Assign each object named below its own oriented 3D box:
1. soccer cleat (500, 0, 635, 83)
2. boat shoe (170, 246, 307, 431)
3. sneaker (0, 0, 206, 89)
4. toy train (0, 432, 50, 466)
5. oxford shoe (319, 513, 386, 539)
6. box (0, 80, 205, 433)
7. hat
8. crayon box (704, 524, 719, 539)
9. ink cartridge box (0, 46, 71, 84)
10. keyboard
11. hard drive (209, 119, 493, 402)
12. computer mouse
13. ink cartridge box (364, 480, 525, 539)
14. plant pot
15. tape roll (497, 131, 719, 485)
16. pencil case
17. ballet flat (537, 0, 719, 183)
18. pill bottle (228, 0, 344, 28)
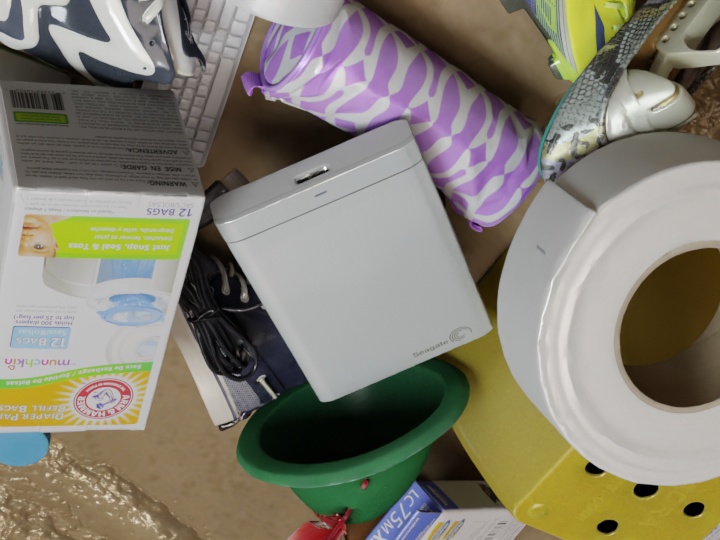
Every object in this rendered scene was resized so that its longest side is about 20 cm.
[{"bbox_3d":[0.146,-0.159,0.980,0.084,0.065,0.200,-34,124,14],"label":"soccer cleat"},{"bbox_3d":[-0.094,0.015,1.105,0.093,0.075,0.200,-24,128,-5],"label":"boat shoe"},{"bbox_3d":[-0.122,-0.177,0.928,0.129,0.080,0.199,36,118,-24],"label":"sneaker"},{"bbox_3d":[-0.304,0.102,1.118,0.199,0.116,0.085,-15,128,7],"label":"toy train"},{"bbox_3d":[0.013,0.203,1.255,0.071,0.071,0.200,-17,127,3],"label":"oxford shoe"},{"bbox_3d":[-0.173,-0.003,0.958,0.112,0.102,0.200,1,132,-22],"label":"box"},{"bbox_3d":[0.009,0.176,1.148,0.200,0.166,0.176,1,119,41],"label":"hat"},{"bbox_3d":[0.346,0.157,1.249,0.119,0.058,0.200,27,122,-24],"label":"crayon box"},{"bbox_3d":[-0.291,-0.055,1.014,0.144,0.084,0.200,20,124,-20],"label":"ink cartridge box"},{"bbox_3d":[-0.100,-0.150,1.002,0.056,0.011,0.200,13,126,-14],"label":"keyboard"},{"bbox_3d":[0.000,0.000,1.023,0.132,0.027,0.200,-23,139,3],"label":"hard drive"},{"bbox_3d":[-0.046,-0.030,1.054,0.200,0.046,0.141,-36,129,-5],"label":"computer mouse"},{"bbox_3d":[0.049,0.213,1.203,0.119,0.042,0.200,-53,154,15],"label":"ink cartridge box"},{"bbox_3d":[0.183,0.090,1.108,0.200,0.177,0.200,25,122,-21],"label":"plant pot"},{"bbox_3d":[0.184,0.022,0.933,0.202,0.071,0.203,-5,110,-14],"label":"tape roll"},{"bbox_3d":[0.025,-0.102,1.001,0.200,0.084,0.086,29,106,-24],"label":"pencil case"},{"bbox_3d":[0.185,-0.124,0.950,0.072,0.072,0.200,41,83,-30],"label":"ballet flat"},{"bbox_3d":[-0.017,-0.240,0.865,0.111,0.111,0.200,14,122,-15],"label":"pill bottle"}]
